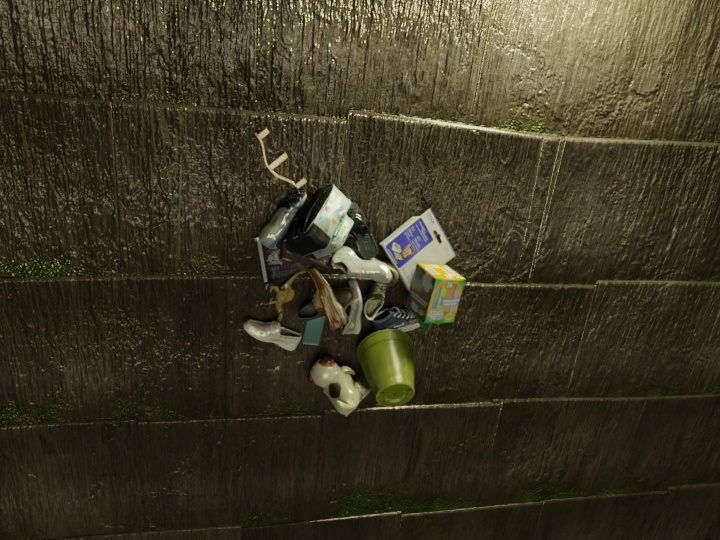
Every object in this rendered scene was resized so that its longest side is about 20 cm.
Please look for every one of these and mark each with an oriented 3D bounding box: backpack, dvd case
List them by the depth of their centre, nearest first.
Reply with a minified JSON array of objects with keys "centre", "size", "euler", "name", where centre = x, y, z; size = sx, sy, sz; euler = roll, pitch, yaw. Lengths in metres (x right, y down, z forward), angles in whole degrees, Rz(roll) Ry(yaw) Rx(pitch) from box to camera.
[{"centre":[-0.109,-0.143,1.575],"size":[0.152,0.175,0.202],"euler":[31,63,-23],"name":"backpack"},{"centre":[-0.224,-0.049,1.686],"size":[0.197,0.016,0.151],"euler":[-10,114,-10],"name":"dvd case"}]

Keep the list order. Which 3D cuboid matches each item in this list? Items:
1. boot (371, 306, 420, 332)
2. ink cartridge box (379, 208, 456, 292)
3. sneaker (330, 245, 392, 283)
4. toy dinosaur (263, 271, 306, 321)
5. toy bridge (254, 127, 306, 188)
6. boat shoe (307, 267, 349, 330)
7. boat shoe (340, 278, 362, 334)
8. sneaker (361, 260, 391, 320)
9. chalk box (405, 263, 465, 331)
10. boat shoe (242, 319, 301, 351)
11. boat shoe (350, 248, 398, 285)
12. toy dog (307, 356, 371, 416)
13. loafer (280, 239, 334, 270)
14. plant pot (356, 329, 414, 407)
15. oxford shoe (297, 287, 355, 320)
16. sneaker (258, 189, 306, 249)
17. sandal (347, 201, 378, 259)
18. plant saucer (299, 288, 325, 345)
[{"centre":[0.136,0.157,1.813],"size":[0.198,0.073,0.091],"euler":[-27,130,-1],"name":"boot"},{"centre":[0.186,-0.067,1.753],"size":[0.199,0.047,0.199],"euler":[-38,115,-10],"name":"ink cartridge box"},{"centre":[0.000,0.000,1.645],"size":[0.198,0.081,0.071],"euler":[23,133,11],"name":"sneaker"},{"centre":[-0.250,0.065,1.715],"size":[0.100,0.058,0.202],"euler":[11,117,-32],"name":"toy dinosaur"},{"centre":[-0.241,-0.317,1.568],"size":[0.067,0.027,0.201],"euler":[-36,114,5],"name":"toy bridge"},{"centre":[-0.111,0.089,1.643],"size":[0.073,0.076,0.202],"euler":[-31,85,-5],"name":"boat shoe"},{"centre":[-0.032,0.120,1.769],"size":[0.064,0.075,0.205],"euler":[-6,119,-15],"name":"boat shoe"},{"centre":[0.061,0.074,1.760],"size":[0.066,0.090,0.202],"euler":[23,105,-19],"name":"sneaker"},{"centre":[0.235,0.094,1.739],"size":[0.122,0.124,0.203],"euler":[1,113,-28],"name":"chalk box"},{"centre":[-0.280,0.192,1.740],"size":[0.198,0.071,0.070],"euler":[25,113,-30],"name":"boat shoe"},{"centre":[0.031,-0.014,1.719],"size":[0.199,0.066,0.073],"euler":[25,107,8],"name":"boat shoe"},{"centre":[-0.086,0.385,1.810],"size":[0.200,0.194,0.140],"euler":[44,114,9],"name":"toy dog"},{"centre":[-0.160,-0.050,1.664],"size":[0.198,0.071,0.074],"euler":[21,62,-28],"name":"loafer"},{"centre":[0.098,0.336,1.788],"size":[0.197,0.194,0.202],"euler":[-6,133,-7],"name":"plant pot"},{"centre":[-0.108,0.112,1.708],"size":[0.198,0.072,0.072],"euler":[-26,88,12],"name":"oxford shoe"},{"centre":[-0.225,-0.153,1.617],"size":[0.201,0.072,0.072],"euler":[-52,134,3],"name":"sneaker"},{"centre":[-0.005,-0.130,1.656],"size":[0.075,0.048,0.202],"euler":[-31,93,-5],"name":"sandal"},{"centre":[-0.148,0.160,1.787],"size":[0.069,0.019,0.203],"euler":[9,110,-16],"name":"plant saucer"}]
